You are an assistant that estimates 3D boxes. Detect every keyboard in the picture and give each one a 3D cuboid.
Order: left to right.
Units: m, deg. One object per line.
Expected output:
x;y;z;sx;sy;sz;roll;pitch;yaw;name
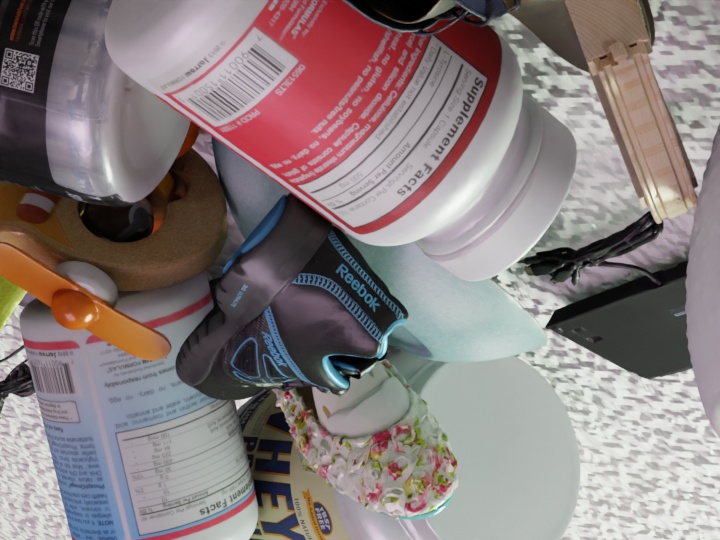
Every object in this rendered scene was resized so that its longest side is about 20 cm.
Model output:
0.161;0.006;1.146;0.127;0.021;0.200;28;153;-24;keyboard

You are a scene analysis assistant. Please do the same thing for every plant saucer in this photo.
0.000;0.000;1.162;0.200;0.039;0.201;32;172;5;plant saucer

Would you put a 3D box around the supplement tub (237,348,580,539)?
0.018;0.122;1.329;0.145;0.146;0.200;35;151;-24;supplement tub

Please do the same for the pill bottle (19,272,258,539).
-0.118;0.104;1.286;0.108;0.108;0.201;-2;105;39;pill bottle

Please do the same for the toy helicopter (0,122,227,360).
-0.163;-0.018;1.127;0.198;0.133;0.079;-4;146;-11;toy helicopter

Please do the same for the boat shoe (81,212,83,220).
-0.171;-0.025;1.255;0.198;0.073;0.072;8;146;0;boat shoe

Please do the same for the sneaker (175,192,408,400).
-0.034;0.035;1.095;0.082;0.073;0.200;39;161;2;sneaker

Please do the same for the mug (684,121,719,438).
0.223;0.006;0.919;0.199;0.176;0.147;34;152;-22;mug

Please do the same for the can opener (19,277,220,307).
-0.115;0.010;1.348;0.199;0.053;0.067;18;121;9;can opener

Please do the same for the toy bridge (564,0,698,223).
0.117;-0.057;0.941;0.027;0.068;0.200;-21;163;8;toy bridge

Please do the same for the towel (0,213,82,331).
-0.195;-0.020;1.180;0.086;0.201;0.018;36;176;-28;towel

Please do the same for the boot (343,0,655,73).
0.042;-0.116;0.918;0.074;0.097;0.200;-9;140;45;boot

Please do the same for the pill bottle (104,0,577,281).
-0.003;-0.083;0.999;0.200;0.113;0.112;35;151;-26;pill bottle

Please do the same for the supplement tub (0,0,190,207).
-0.183;-0.108;1.077;0.199;0.123;0.123;14;153;15;supplement tub

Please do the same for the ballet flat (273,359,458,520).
-0.015;0.059;1.217;0.200;0.075;0.064;44;158;51;ballet flat

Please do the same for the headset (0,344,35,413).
-0.269;0.032;1.405;0.093;0.124;0.200;-16;146;31;headset
